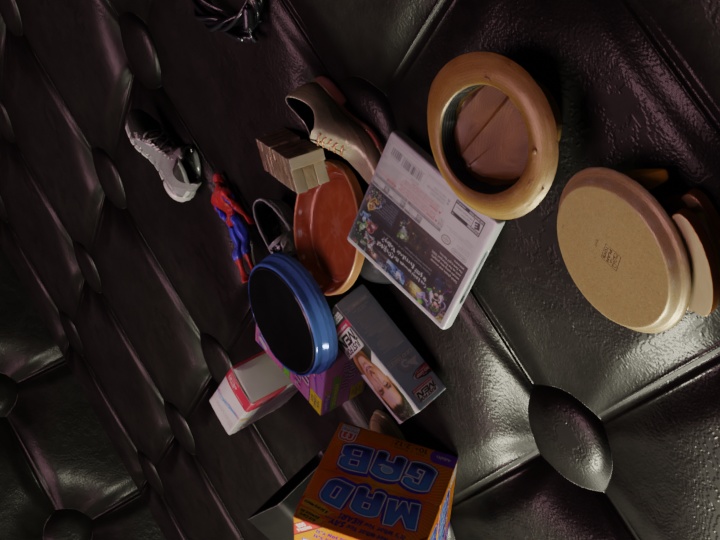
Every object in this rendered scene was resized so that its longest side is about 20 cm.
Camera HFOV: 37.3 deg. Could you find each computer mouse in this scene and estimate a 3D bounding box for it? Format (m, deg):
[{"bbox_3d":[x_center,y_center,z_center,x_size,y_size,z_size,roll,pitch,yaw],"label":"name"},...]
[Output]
[{"bbox_3d":[0.000,0.000,1.613,0.200,0.046,0.141,29,136,46],"label":"computer mouse"}]

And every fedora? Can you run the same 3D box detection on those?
[{"bbox_3d":[0.160,-0.156,1.185,0.200,0.081,0.202,31,134,39],"label":"fedora"}]

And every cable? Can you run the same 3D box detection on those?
[{"bbox_3d":[-0.213,-0.436,1.604,0.200,0.051,0.164,38,143,39],"label":"cable"}]

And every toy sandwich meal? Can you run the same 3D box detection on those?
[{"bbox_3d":[0.287,-0.028,1.102,0.205,0.070,0.206,46,151,35],"label":"toy sandwich meal"}]

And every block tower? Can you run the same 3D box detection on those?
[{"bbox_3d":[-0.103,-0.165,1.587,0.200,0.054,0.058,-142,34,-66],"label":"block tower"}]

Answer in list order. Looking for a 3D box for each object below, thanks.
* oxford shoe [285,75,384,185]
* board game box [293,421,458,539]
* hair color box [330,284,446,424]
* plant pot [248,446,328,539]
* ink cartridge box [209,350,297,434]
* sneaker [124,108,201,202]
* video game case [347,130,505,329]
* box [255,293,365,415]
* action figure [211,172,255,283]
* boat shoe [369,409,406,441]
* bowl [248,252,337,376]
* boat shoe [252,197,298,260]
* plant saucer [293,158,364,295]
[{"bbox_3d":[-0.031,-0.181,1.487,0.200,0.074,0.071,51,149,21],"label":"oxford shoe"},{"bbox_3d":[0.024,0.398,1.668,0.198,0.200,0.201,15,133,15],"label":"board game box"},{"bbox_3d":[0.032,0.128,1.617,0.200,0.061,0.099,51,156,5],"label":"hair color box"},{"bbox_3d":[-0.054,0.438,1.929,0.178,0.199,0.200,51,150,0],"label":"plant pot"},{"bbox_3d":[-0.186,0.216,1.994,0.086,0.147,0.200,58,150,9],"label":"ink cartridge box"},{"bbox_3d":[-0.356,-0.233,1.999,0.201,0.075,0.115,55,147,-5],"label":"sneaker"},{"bbox_3d":[0.080,-0.053,1.401,0.200,0.023,0.183,43,128,26],"label":"video game case"},{"bbox_3d":[-0.082,0.103,1.782,0.200,0.096,0.177,45,146,30],"label":"box"},{"bbox_3d":[-0.222,-0.082,1.913,0.065,0.051,0.201,-28,83,56],"label":"action figure"},{"bbox_3d":[0.042,0.328,1.794,0.072,0.065,0.201,25,133,49],"label":"boat shoe"},{"bbox_3d":[-0.110,0.073,1.666,0.200,0.039,0.202,37,140,39],"label":"bowl"},{"bbox_3d":[-0.120,-0.036,1.713,0.070,0.071,0.202,-43,58,23],"label":"boat shoe"},{"bbox_3d":[-0.041,-0.064,1.590,0.200,0.032,0.202,9,101,59],"label":"plant saucer"}]
